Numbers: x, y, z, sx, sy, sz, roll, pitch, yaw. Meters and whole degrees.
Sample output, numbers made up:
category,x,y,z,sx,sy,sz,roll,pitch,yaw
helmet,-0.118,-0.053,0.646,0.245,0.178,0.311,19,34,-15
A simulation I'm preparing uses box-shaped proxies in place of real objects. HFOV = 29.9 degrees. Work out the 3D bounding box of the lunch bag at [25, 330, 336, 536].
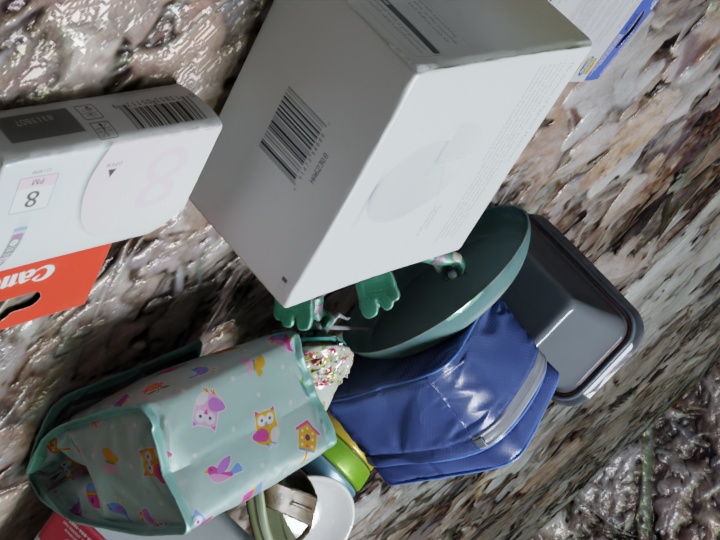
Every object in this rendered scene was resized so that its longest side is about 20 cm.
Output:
category,x,y,z,sx,sy,sz,roll,pitch,yaw
lunch bag,-0.149,0.130,1.059,0.170,0.122,0.200,-23,-174,-43

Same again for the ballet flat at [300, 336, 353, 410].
category,x,y,z,sx,sy,sz,roll,pitch,yaw
ballet flat,-0.047,0.093,1.150,0.075,0.064,0.200,-2,174,-12

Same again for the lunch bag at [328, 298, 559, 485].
category,x,y,z,sx,sy,sz,roll,pitch,yaw
lunch bag,0.070,0.114,1.218,0.200,0.132,0.136,-18,-154,46

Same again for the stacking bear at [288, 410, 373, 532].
category,x,y,z,sx,sy,sz,roll,pitch,yaw
stacking bear,-0.024,0.174,1.400,0.200,0.121,0.114,-48,167,-13

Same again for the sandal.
category,x,y,z,sx,sy,sz,roll,pitch,yaw
sandal,-0.070,0.193,1.186,0.057,0.202,0.080,-14,-163,4

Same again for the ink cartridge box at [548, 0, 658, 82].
category,x,y,z,sx,sy,sz,roll,pitch,yaw
ink cartridge box,0.173,-0.210,1.104,0.200,0.042,0.120,-9,140,-51

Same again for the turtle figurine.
category,x,y,z,sx,sy,sz,roll,pitch,yaw
turtle figurine,0.000,0.000,1.113,0.149,0.101,0.200,-30,-179,16

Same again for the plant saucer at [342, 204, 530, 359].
category,x,y,z,sx,sy,sz,roll,pitch,yaw
plant saucer,0.072,0.015,1.201,0.200,0.027,0.200,-34,-161,13

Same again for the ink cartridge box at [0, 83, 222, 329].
category,x,y,z,sx,sy,sz,roll,pitch,yaw
ink cartridge box,-0.187,-0.017,0.823,0.162,0.057,0.200,-19,144,-47

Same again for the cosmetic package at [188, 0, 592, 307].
category,x,y,z,sx,sy,sz,roll,pitch,yaw
cosmetic package,0.018,-0.104,0.915,0.200,0.123,0.200,-16,146,-47

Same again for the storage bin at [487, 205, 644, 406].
category,x,y,z,sx,sy,sz,roll,pitch,yaw
storage bin,0.155,0.029,1.336,0.146,0.200,0.134,-47,147,12

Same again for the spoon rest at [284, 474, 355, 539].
category,x,y,z,sx,sy,sz,roll,pitch,yaw
spoon rest,-0.080,0.214,1.275,0.099,0.061,0.200,-50,120,-7

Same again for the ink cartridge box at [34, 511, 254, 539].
category,x,y,z,sx,sy,sz,roll,pitch,yaw
ink cartridge box,-0.216,0.286,1.174,0.200,0.145,0.145,-52,171,24
